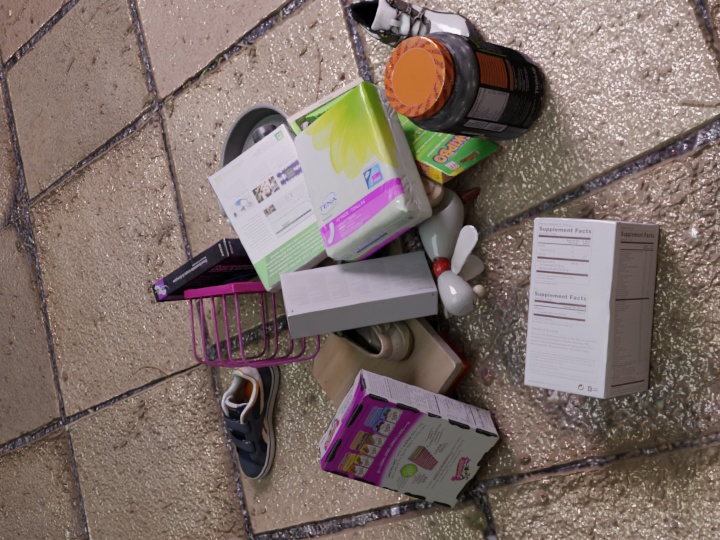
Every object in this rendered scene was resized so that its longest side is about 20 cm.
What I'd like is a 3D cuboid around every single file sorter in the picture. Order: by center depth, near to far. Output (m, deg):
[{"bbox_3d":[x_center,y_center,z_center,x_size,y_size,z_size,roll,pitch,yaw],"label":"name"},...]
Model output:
[{"bbox_3d":[-0.167,0.082,1.553,0.200,0.139,0.126,-8,87,60],"label":"file sorter"}]

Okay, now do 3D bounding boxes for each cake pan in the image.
[{"bbox_3d":[-0.151,-0.167,1.636,0.200,0.037,0.201,0,90,43],"label":"cake pan"}]

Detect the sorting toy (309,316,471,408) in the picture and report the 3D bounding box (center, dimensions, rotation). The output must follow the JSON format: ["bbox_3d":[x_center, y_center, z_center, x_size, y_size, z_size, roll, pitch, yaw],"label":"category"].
[{"bbox_3d":[0.046,0.135,1.437,0.199,0.069,0.200,49,122,31],"label":"sorting toy"}]

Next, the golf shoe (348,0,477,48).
[{"bbox_3d":[0.067,-0.332,1.396,0.200,0.094,0.078,23,105,38],"label":"golf shoe"}]

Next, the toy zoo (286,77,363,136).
[{"bbox_3d":[-0.005,-0.175,1.458,0.131,0.020,0.200,-31,65,-5],"label":"toy zoo"}]

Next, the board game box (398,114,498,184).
[{"bbox_3d":[0.086,-0.177,1.381,0.200,0.095,0.030,31,142,40],"label":"board game box"}]

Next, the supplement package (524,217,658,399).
[{"bbox_3d":[0.274,0.040,1.196,0.109,0.114,0.201,6,93,42],"label":"supplement package"}]

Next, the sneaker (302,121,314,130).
[{"bbox_3d":[-0.058,-0.141,1.530,0.087,0.074,0.201,-27,71,46],"label":"sneaker"}]

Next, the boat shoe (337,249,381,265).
[{"bbox_3d":[0.000,0.000,1.480,0.061,0.072,0.202,42,125,31],"label":"boat shoe"}]

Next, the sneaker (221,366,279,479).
[{"bbox_3d":[-0.187,0.246,1.649,0.078,0.079,0.201,10,99,41],"label":"sneaker"}]

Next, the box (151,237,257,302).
[{"bbox_3d":[-0.223,-0.002,1.634,0.200,0.143,0.036,-30,73,39],"label":"box"}]

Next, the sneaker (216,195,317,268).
[{"bbox_3d":[-0.134,-0.079,1.554,0.200,0.081,0.083,43,127,-16],"label":"sneaker"}]

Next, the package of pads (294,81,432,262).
[{"bbox_3d":[-0.002,-0.127,1.352,0.154,0.068,0.201,-32,66,38],"label":"package of pads"}]

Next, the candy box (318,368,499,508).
[{"bbox_3d":[0.063,0.224,1.338,0.137,0.199,0.061,-61,19,25],"label":"candy box"}]

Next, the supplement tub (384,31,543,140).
[{"bbox_3d":[0.129,-0.230,1.266,0.122,0.200,0.123,0,90,43],"label":"supplement tub"}]

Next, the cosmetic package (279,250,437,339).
[{"bbox_3d":[-0.003,0.033,1.351,0.083,0.199,0.051,-105,9,-48],"label":"cosmetic package"}]

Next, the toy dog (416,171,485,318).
[{"bbox_3d":[0.131,-0.041,1.343,0.096,0.132,0.201,-18,81,2],"label":"toy dog"}]

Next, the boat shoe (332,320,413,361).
[{"bbox_3d":[-0.015,0.062,1.401,0.200,0.065,0.072,38,115,36],"label":"boat shoe"}]

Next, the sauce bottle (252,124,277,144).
[{"bbox_3d":[-0.109,-0.123,1.507,0.065,0.065,0.201,-35,72,37],"label":"sauce bottle"}]

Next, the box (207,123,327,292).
[{"bbox_3d":[-0.117,-0.089,1.454,0.144,0.036,0.200,-33,71,13],"label":"box"}]
